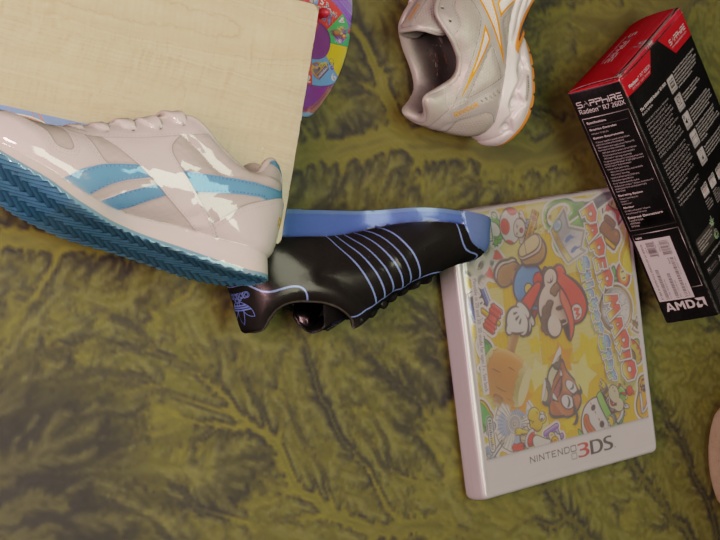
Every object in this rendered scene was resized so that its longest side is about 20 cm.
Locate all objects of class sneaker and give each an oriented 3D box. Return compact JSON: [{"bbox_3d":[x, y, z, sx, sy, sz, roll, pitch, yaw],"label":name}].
[{"bbox_3d":[0.069,-0.187,1.376,0.092,0.076,0.200,3,85,-36],"label":"sneaker"},{"bbox_3d":[0.000,0.000,1.312,0.200,0.070,0.078,-2,87,-32],"label":"sneaker"},{"bbox_3d":[-0.136,-0.056,1.165,0.200,0.076,0.081,21,73,-29],"label":"sneaker"}]

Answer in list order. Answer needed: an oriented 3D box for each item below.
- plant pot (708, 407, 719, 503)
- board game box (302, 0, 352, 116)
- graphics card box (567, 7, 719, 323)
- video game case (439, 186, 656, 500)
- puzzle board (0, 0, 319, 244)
[{"bbox_3d":[0.375,0.140,1.544,0.200,0.183,0.201,2,87,-40],"label":"plant pot"},{"bbox_3d":[-0.070,-0.177,1.276,0.200,0.039,0.158,-2,89,-40],"label":"board game box"},{"bbox_3d":[0.233,-0.077,1.506,0.125,0.051,0.200,-47,117,-47],"label":"graphics card box"},{"bbox_3d":[0.135,0.048,1.451,0.182,0.023,0.200,-10,94,-40],"label":"video game case"},{"bbox_3d":[-0.129,-0.107,1.211,0.200,0.017,0.151,11,86,-24],"label":"puzzle board"}]
